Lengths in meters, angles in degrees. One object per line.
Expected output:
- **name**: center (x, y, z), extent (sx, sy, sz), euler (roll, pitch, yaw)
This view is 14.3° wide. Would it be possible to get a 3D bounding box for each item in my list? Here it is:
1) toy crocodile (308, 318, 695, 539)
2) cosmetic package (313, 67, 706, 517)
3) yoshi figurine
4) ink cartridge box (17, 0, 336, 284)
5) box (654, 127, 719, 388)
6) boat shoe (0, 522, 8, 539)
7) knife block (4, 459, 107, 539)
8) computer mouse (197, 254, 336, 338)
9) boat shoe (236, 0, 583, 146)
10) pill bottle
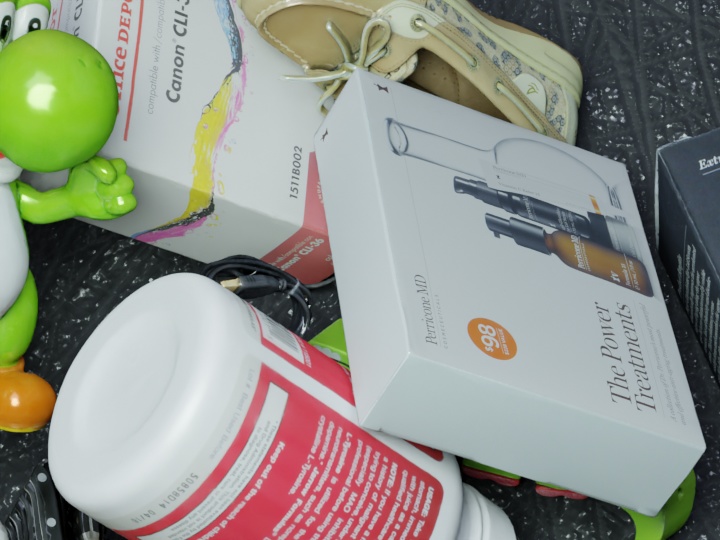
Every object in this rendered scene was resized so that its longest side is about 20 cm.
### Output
- **toy crocodile**: center (0.062, 0.071, 1.332), extent (0.199, 0.062, 0.068), euler (18, 24, 15)
- **cosmetic package**: center (0.063, 0.007, 1.284), extent (0.150, 0.052, 0.200), euler (16, 36, -21)
- **yoshi figurine**: center (-0.157, -0.026, 1.248), extent (0.111, 0.112, 0.201), euler (11, 101, 4)
- **ink cartridge box**: center (-0.091, -0.078, 1.356), extent (0.199, 0.067, 0.117), euler (18, 60, -27)
- **box**: center (0.237, 0.021, 1.312), extent (0.147, 0.104, 0.201), euler (-19, 62, -4)
- **boat shoe**: center (-0.214, 0.181, 1.242), extent (0.065, 0.073, 0.200), euler (50, 119, 41)
- **knife block**: center (-0.085, 0.165, 1.285), extent (0.200, 0.064, 0.176), euler (41, 56, 5)
- **computer mouse**: center (0.000, 0.000, 1.320), extent (0.034, 0.200, 0.059), euler (-6, 97, 41)
- **boat shoe**: center (0.028, -0.096, 1.359), extent (0.199, 0.073, 0.063), euler (19, 58, -31)
- **pill bottle**: center (-0.029, 0.094, 1.244), extent (0.112, 0.200, 0.113), euler (-34, 37, 31)
